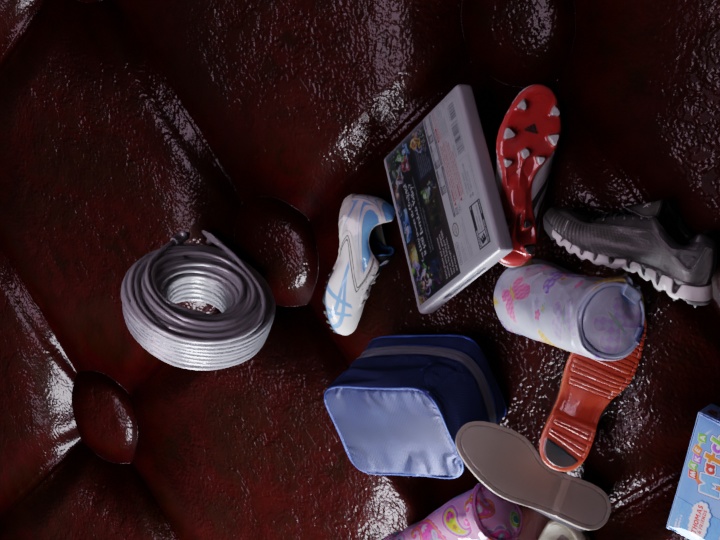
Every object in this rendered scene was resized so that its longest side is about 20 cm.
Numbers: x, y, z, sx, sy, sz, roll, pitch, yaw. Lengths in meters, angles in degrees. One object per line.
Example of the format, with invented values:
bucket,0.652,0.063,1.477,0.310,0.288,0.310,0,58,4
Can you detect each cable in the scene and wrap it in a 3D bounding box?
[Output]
cable,-0.211,0.044,1.931,0.200,0.200,0.069,36,131,23

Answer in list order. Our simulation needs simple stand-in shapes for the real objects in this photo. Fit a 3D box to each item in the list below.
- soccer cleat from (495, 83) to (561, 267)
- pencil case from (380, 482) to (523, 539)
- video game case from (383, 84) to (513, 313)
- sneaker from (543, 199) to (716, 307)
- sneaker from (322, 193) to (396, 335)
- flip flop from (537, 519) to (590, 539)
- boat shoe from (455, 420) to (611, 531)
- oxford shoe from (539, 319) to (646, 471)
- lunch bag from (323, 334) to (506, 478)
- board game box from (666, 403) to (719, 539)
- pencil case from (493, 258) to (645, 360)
soccer cleat,0.175,-0.104,1.637,0.069,0.085,0.200,6,96,-4
pencil case,0.107,0.328,1.843,0.200,0.087,0.087,-38,80,43
video game case,0.095,-0.077,1.675,0.182,0.023,0.200,-42,55,54
sneaker,0.286,-0.041,1.566,0.200,0.066,0.091,26,118,27
sneaker,0.000,0.000,1.826,0.072,0.072,0.200,18,125,13
flip flop,0.216,0.378,1.781,0.081,0.058,0.200,34,125,27
boat shoe,0.187,0.236,1.702,0.200,0.073,0.063,30,166,-9
oxford shoe,0.252,0.121,1.651,0.071,0.073,0.200,28,104,2
lunch bag,0.064,0.156,1.784,0.200,0.132,0.136,-1,120,40
board game box,0.429,0.248,1.565,0.200,0.037,0.151,26,121,31
pencil case,0.218,0.037,1.588,0.200,0.083,0.091,14,83,66
